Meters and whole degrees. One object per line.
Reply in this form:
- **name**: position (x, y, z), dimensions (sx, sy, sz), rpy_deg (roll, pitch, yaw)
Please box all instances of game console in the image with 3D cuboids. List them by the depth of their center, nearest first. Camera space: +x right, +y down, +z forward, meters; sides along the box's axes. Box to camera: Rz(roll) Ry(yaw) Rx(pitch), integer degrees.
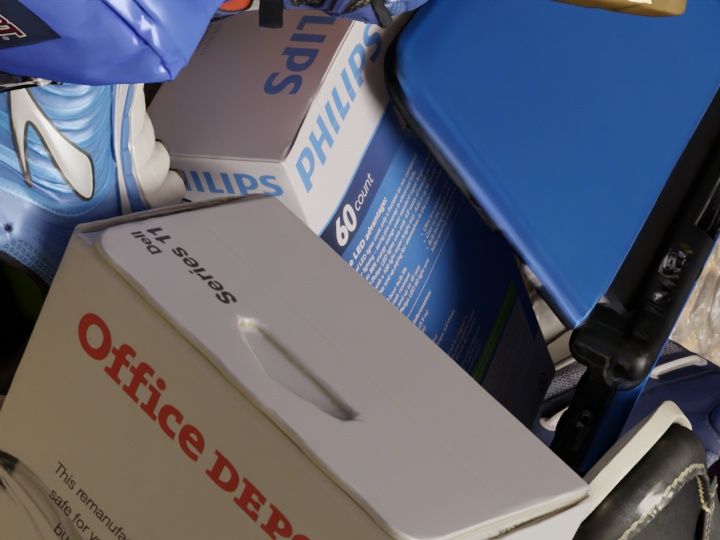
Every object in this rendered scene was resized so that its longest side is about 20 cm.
- **game console**: position (0.065, -0.026, 0.973), dimensions (0.200, 0.118, 0.171), rpy_deg (-55, 170, -50)

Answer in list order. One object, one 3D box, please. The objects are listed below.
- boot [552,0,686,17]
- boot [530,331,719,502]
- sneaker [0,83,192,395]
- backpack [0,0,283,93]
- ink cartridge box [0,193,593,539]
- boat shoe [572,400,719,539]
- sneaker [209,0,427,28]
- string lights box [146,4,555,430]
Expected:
- **boot**: position (0.057, -0.166, 0.838), dimensions (0.072, 0.200, 0.155), rpy_deg (6, 104, -19)
- **boot**: position (0.075, 0.081, 1.048), dimensions (0.200, 0.090, 0.073), rpy_deg (-35, 130, -38)
- **sneaker**: position (-0.103, -0.045, 0.782), dimensions (0.089, 0.078, 0.200), rpy_deg (-44, 136, -34)
- **backpack**: position (-0.053, -0.125, 0.618), dimensions (0.162, 0.200, 0.168), rpy_deg (36, 65, -42)
- **ink cartridge box**: position (-0.042, 0.099, 0.814), dimensions (0.083, 0.147, 0.200), rpy_deg (-15, 140, -47)
- **boat shoe**: position (0.103, 0.097, 0.933), dimensions (0.072, 0.068, 0.200), rpy_deg (-46, 159, -10)
- **sneaker**: position (-0.015, -0.095, 0.792), dimensions (0.078, 0.200, 0.075), rpy_deg (29, 77, -16)
- **string lights box**: position (0.000, 0.000, 0.927), dimensions (0.103, 0.059, 0.200), rpy_deg (-62, 145, -37)
